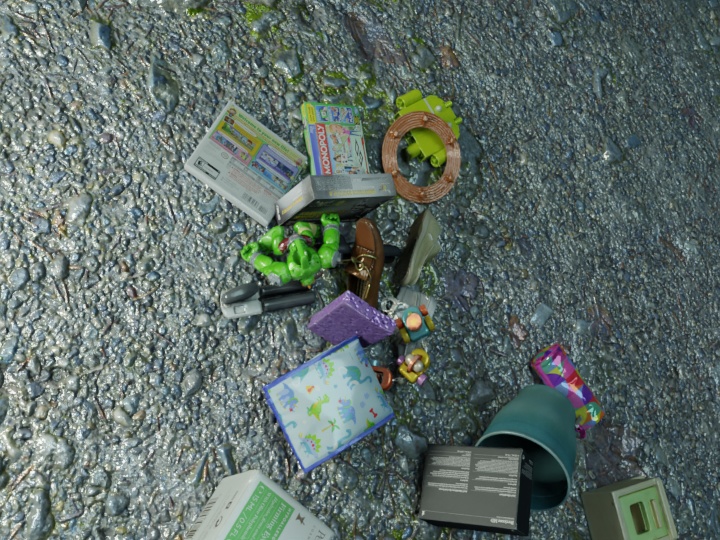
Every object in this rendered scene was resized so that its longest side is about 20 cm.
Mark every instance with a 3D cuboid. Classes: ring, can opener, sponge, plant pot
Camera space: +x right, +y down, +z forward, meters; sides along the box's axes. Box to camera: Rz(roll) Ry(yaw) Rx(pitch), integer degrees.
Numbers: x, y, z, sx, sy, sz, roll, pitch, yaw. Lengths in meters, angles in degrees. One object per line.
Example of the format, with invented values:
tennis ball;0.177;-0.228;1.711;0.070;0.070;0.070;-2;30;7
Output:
ring;0.140;-0.254;1.654;0.195;0.019;0.207;-1;91;-21
can opener;-0.170;0.048;1.400;0.195;0.067;0.055;-9;77;-29
can opener;-0.002;-0.040;1.518;0.195;0.063;0.081;4;73;-26
sponge;-0.019;0.101;1.381;0.110;0.200;0.030;31;63;-12
plant pot;0.352;0.342;1.501;0.201;0.199;0.188;47;45;-4

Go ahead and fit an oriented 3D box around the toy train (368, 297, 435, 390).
toy train;0.067;0.149;1.440;0.146;0.056;0.206;11;75;15

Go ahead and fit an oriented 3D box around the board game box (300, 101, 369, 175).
board game box;-0.051;-0.260;1.590;0.131;0.029;0.206;-2;74;-28

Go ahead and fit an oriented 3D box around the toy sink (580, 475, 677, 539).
toy sink;0.598;0.525;1.601;0.195;0.112;0.134;-4;75;-28

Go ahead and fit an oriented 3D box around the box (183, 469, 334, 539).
box;-0.184;0.456;1.175;0.171;0.199;0.201;40;58;-10

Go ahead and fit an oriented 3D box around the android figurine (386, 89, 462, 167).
android figurine;0.156;-0.332;1.715;0.197;0.041;0.185;-29;87;-30

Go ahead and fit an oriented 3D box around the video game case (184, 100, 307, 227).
video game case;-0.227;-0.216;1.489;0.198;0.022;0.185;35;61;-12

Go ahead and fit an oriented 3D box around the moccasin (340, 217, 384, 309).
moccasin;-0.001;-0.001;1.457;0.076;0.073;0.207;-10;117;-42

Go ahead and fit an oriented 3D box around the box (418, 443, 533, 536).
box;0.218;0.411;1.393;0.079;0.195;0.145;43;51;-47

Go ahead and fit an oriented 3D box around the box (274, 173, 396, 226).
box;-0.050;-0.139;1.462;0.196;0.157;0.050;-7;79;-35

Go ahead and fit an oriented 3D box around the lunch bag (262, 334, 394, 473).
lunch bag;-0.064;0.244;1.352;0.197;0.127;0.173;-27;86;-35

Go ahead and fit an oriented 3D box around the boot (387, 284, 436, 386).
boot;0.084;0.129;1.510;0.093;0.074;0.204;23;60;-3

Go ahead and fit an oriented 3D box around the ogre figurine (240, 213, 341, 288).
ogre figurine;-0.121;-0.034;1.408;0.194;0.100;0.121;-5;44;-23

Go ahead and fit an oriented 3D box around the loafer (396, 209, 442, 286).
loafer;0.133;-0.043;1.573;0.067;0.076;0.203;31;53;-13

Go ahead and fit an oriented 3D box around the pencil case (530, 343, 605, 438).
pencil case;0.460;0.263;1.640;0.088;0.088;0.202;-33;87;-31
